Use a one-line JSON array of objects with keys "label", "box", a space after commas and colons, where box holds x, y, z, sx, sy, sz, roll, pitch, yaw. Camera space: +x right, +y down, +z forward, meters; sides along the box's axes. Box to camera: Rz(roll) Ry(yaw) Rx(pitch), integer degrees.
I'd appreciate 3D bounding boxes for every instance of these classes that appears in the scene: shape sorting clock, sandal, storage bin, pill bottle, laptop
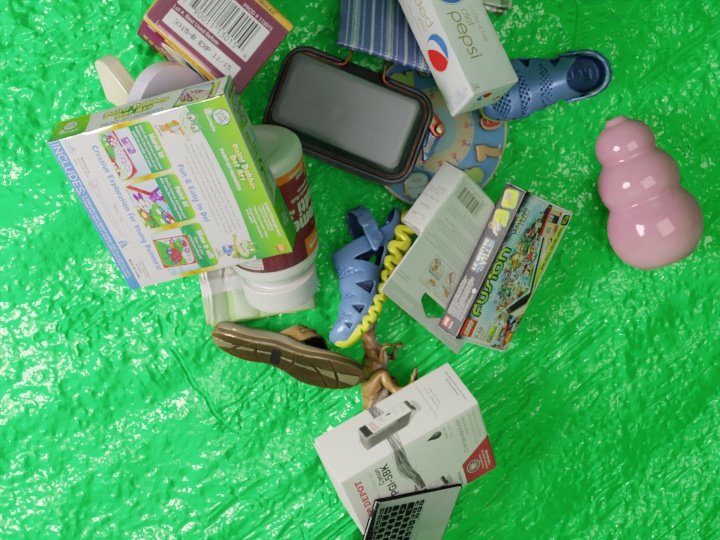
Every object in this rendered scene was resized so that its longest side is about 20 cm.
[{"label": "shape sorting clock", "box": [0.097, -0.179, 1.341, 0.198, 0.039, 0.202, -2, 98, -14]}, {"label": "sandal", "box": [0.239, -0.240, 1.334, 0.198, 0.087, 0.080, -21, 102, -18]}, {"label": "storage bin", "box": [-0.012, -0.193, 1.238, 0.198, 0.134, 0.147, 22, 95, -2]}, {"label": "pill bottle", "box": [-0.107, -0.057, 1.214, 0.109, 0.110, 0.201, -18, 129, -11]}, {"label": "sandal", "box": [0.000, 0.000, 1.303, 0.086, 0.080, 0.201, 26, 65, -8]}, {"label": "laptop", "box": [0.044, 0.385, 1.306, 0.198, 0.116, 0.189, -5, 128, -28]}, {"label": "sandal", "box": [-0.086, 0.094, 1.311, 0.198, 0.080, 0.054, 19, 58, -6]}]

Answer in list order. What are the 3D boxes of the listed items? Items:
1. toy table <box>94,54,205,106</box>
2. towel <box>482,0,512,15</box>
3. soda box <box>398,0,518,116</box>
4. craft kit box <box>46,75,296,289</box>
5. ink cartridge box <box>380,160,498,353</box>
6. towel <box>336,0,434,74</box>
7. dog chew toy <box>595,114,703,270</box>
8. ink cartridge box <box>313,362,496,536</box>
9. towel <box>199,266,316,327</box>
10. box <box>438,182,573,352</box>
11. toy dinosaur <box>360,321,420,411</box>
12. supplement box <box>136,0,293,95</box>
[{"label": "toy table", "box": [-0.233, -0.149, 1.190, 0.183, 0.117, 0.202, -28, 129, -40]}, {"label": "towel", "box": [0.104, -0.412, 1.306, 0.198, 0.031, 0.151, 11, 86, -14]}, {"label": "soda box", "box": [0.104, -0.287, 1.224, 0.068, 0.064, 0.202, -20, 82, -24]}, {"label": "craft kit box", "box": [-0.191, -0.086, 1.099, 0.196, 0.049, 0.201, -10, 127, 15]}, {"label": "ink cartridge box", "box": [0.115, -0.012, 1.320, 0.174, 0.043, 0.200, -53, 136, -2]}, {"label": "towel", "box": [0.066, -0.290, 1.282, 0.198, 0.146, 0.024, 14, 139, -15]}, {"label": "dog chew toy", "box": [0.369, -0.105, 1.381, 0.124, 0.124, 0.202, -22, 95, -10]}, {"label": "ink cartridge box", "box": [0.059, 0.233, 1.335, 0.199, 0.083, 0.147, -29, 133, -8]}, {"label": "towel", "box": [-0.134, -0.038, 1.307, 0.148, 0.031, 0.202, -9, 100, -12]}, {"label": "box", "box": [0.184, -0.001, 1.330, 0.110, 0.035, 0.201, 16, 102, -44]}, {"label": "toy dinosaur", "box": [0.022, 0.153, 1.367, 0.105, 0.060, 0.202, 6, 92, 14]}, {"label": "supplement box", "box": [-0.168, -0.270, 1.178, 0.131, 0.200, 0.103, 39, 87, -15]}]
